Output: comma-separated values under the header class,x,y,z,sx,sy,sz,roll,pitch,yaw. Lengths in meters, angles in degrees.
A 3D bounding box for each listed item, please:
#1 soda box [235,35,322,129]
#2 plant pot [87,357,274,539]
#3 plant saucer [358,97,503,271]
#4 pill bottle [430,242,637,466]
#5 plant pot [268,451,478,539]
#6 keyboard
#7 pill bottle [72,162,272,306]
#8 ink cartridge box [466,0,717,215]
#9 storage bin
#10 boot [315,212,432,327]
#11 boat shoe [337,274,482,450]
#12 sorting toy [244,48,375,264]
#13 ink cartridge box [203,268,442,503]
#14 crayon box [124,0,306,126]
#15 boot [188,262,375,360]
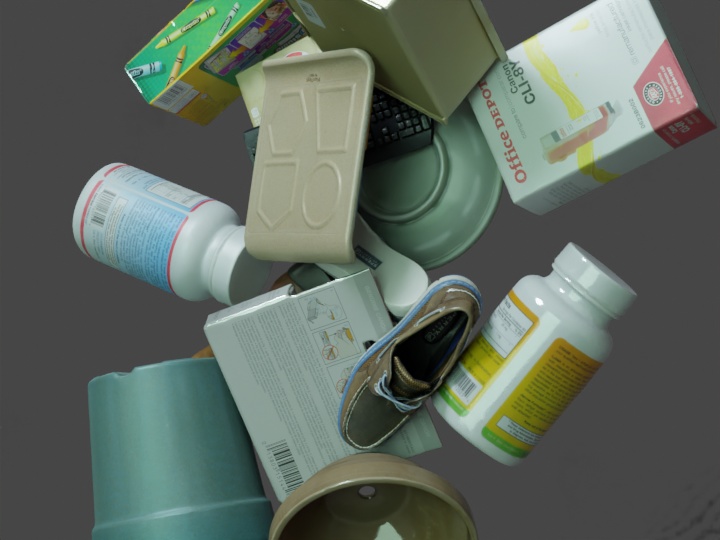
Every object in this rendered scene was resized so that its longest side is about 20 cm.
class,x,y,z,sx,sy,sz,roll,pitch,yaw
soda box,-0.024,-0.211,1.727,0.200,0.064,0.068,-26,73,20
plant pot,-0.186,0.196,1.668,0.200,0.200,0.197,-14,80,22
plant saucer,0.044,-0.099,1.690,0.199,0.050,0.201,-3,82,25
pill bottle,0.167,0.076,1.577,0.111,0.111,0.200,42,101,23
plant pot,0.010,0.243,1.614,0.201,0.201,0.093,-32,32,17
keyboard,-0.028,-0.160,1.681,0.199,0.021,0.128,-18,85,19
pill bottle,-0.195,-0.033,1.757,0.200,0.109,0.109,23,93,25
ink cartridge box,0.216,-0.162,1.601,0.200,0.083,0.146,-28,72,19
storage bin,0.010,-0.257,1.557,0.198,0.200,0.094,33,80,31
boot,0.000,0.000,1.669,0.073,0.090,0.200,-39,57,-13
boat shoe,0.040,0.093,1.565,0.072,0.072,0.200,31,107,-7
sorting toy,-0.046,-0.108,1.618,0.185,0.036,0.201,3,88,55
ink cartridge box,-0.035,0.109,1.636,0.176,0.045,0.201,-20,104,9
crayon box,-0.135,-0.245,1.751,0.200,0.119,0.058,-40,69,14
boot,-0.065,0.109,1.705,0.200,0.068,0.188,-43,79,19
